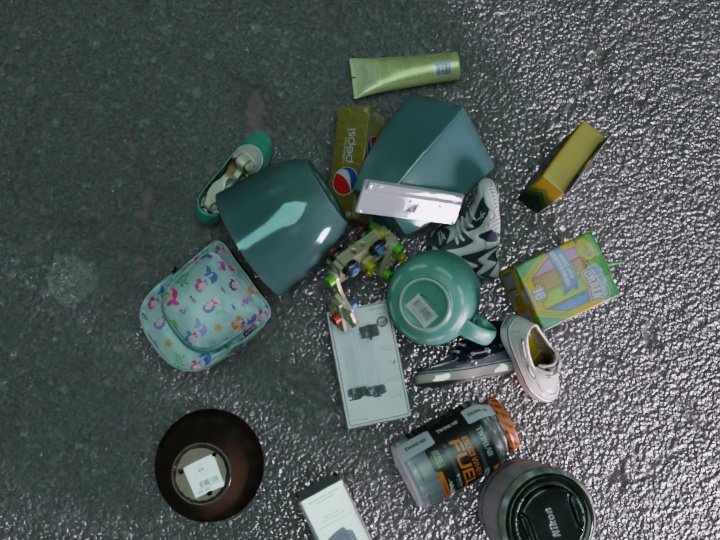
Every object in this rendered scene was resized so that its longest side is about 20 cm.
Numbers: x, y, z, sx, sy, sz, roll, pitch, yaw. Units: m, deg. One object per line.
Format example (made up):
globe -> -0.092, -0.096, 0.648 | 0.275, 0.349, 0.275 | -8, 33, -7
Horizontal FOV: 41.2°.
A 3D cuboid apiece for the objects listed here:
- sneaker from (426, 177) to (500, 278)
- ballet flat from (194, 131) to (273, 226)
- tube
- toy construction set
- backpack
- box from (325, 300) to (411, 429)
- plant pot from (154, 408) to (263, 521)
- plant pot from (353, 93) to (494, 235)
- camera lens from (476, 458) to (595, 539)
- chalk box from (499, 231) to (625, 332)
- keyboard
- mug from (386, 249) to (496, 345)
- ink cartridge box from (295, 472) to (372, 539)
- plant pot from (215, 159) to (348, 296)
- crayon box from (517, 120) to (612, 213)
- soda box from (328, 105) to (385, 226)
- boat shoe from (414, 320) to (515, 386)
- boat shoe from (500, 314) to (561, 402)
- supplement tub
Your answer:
sneaker -> 0.176, -0.070, 1.649 | 0.127, 0.201, 0.080 | -1, 47, 6
ballet flat -> -0.216, -0.162, 1.662 | 0.067, 0.070, 0.201 | 36, 81, 0
tube -> 0.080, -0.359, 1.731 | 0.197, 0.058, 0.053 | -8, 126, -3
toy construction set -> 0.000, 0.000, 1.604 | 0.091, 0.132, 0.201 | 29, 57, 14
backpack -> -0.264, 0.070, 1.595 | 0.199, 0.151, 0.179 | -36, 89, -4
box -> 0.011, 0.163, 1.648 | 0.115, 0.060, 0.203 | -12, 84, -7
plant pot -> -0.247, 0.318, 1.533 | 0.184, 0.200, 0.190 | 1, 83, -6
plant pot -> 0.096, -0.169, 1.623 | 0.200, 0.141, 0.142 | -49, 130, -14
camera lens -> 0.283, 0.396, 1.571 | 0.157, 0.200, 0.163 | 1, 85, -8
chalk box -> 0.362, 0.014, 1.670 | 0.198, 0.124, 0.125 | -24, 86, -9
keyboard -> 0.083, -0.110, 1.561 | 0.197, 0.011, 0.057 | 5, 119, -31
mug -> 0.133, 0.048, 1.598 | 0.182, 0.114, 0.155 | 2, 98, 17
ink cartridge box -> -0.027, 0.445, 1.566 | 0.083, 0.145, 0.202 | -25, 86, -8
plant pot -> -0.117, -0.087, 1.578 | 0.160, 0.201, 0.202 | -33, 87, 7
crayon box -> 0.349, -0.179, 1.653 | 0.051, 0.200, 0.126 | 38, 81, 0
soda box -> -0.009, -0.182, 1.676 | 0.067, 0.064, 0.203 | 2, 80, 30
boat shoe -> 0.182, 0.144, 1.668 | 0.197, 0.075, 0.094 | -8, 77, -14
boat shoe -> 0.305, 0.156, 1.626 | 0.071, 0.069, 0.201 | -46, 126, -25
supplement tub -> 0.160, 0.301, 1.614 | 0.198, 0.123, 0.124 | -27, 86, -8
